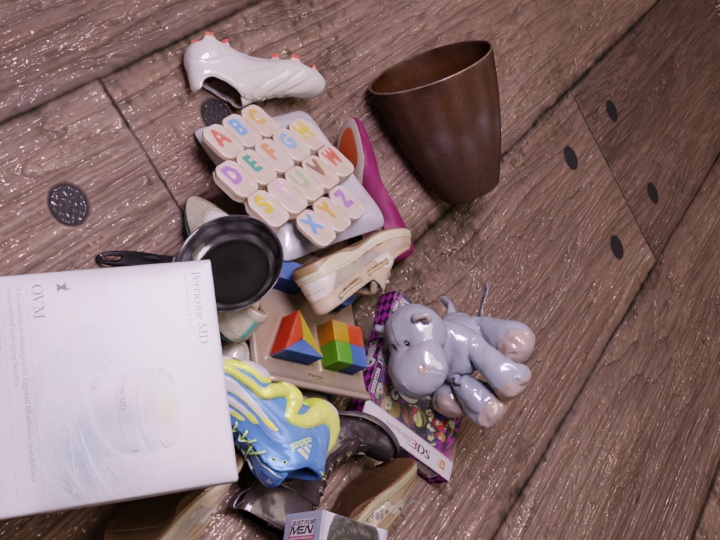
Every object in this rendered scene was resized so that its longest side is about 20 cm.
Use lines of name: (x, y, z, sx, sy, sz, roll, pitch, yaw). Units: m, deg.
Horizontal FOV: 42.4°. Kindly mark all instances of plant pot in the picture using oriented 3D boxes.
plant pot: (0.132, -0.208, 1.364, 0.187, 0.186, 0.201, -49, 126, -44)

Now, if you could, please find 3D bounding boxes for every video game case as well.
video game case: (0.073, 0.157, 1.251, 0.181, 0.036, 0.201, 41, 50, -30)

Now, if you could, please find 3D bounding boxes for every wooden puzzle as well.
wooden puzzle: (-0.060, 0.049, 1.100, 0.185, 0.046, 0.201, 19, 48, -46)

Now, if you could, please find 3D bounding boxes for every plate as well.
plate: (-0.077, -0.119, 1.149, 0.200, 0.032, 0.200, -22, 70, -49)

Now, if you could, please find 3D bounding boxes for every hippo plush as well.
hippo plush: (0.116, 0.093, 1.174, 0.160, 0.159, 0.201, 19, 62, -41)

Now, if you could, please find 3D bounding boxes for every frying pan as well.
frying pan: (-0.170, 0.007, 0.959, 0.031, 0.189, 0.115, 77, -6, -60)

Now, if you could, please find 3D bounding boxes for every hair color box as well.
hair color box: (-0.034, 0.357, 0.945, 0.099, 0.061, 0.201, 28, 56, -37)

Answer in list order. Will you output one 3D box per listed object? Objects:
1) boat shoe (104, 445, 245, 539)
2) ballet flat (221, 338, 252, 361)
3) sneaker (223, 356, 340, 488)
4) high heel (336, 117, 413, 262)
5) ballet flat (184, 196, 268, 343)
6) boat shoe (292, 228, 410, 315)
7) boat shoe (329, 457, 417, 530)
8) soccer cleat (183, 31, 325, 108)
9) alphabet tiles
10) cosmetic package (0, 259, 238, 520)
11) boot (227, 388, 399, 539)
boat shoe: (-0.184, 0.242, 0.933, 0.200, 0.072, 0.065, -45, 145, -57)
ballet flat: (-0.168, 0.086, 1.002, 0.200, 0.064, 0.076, 30, 56, -37)
sneaker: (-0.107, 0.162, 0.967, 0.199, 0.076, 0.105, 23, 48, -25)
high heel: (0.021, -0.109, 1.272, 0.096, 0.067, 0.201, -8, 95, -40)
ballet flat: (-0.142, -0.013, 1.021, 0.067, 0.062, 0.201, 21, 40, -50)
boat shoe: (0.000, 0.000, 1.107, 0.200, 0.072, 0.065, -25, 91, -52)
boat shoe: (0.003, 0.299, 1.105, 0.200, 0.073, 0.063, -37, 109, -36)
soccer cleat: (-0.131, -0.236, 1.163, 0.199, 0.069, 0.078, 8, 75, -38)
alphabet tiles: (-0.086, -0.117, 1.097, 0.196, 0.015, 0.200, 43, 38, 3)
cosmetic package: (-0.226, 0.106, 0.832, 0.199, 0.123, 0.200, -5, 78, -21)
boot: (-0.051, 0.239, 1.074, 0.200, 0.069, 0.175, 30, 57, -25)
